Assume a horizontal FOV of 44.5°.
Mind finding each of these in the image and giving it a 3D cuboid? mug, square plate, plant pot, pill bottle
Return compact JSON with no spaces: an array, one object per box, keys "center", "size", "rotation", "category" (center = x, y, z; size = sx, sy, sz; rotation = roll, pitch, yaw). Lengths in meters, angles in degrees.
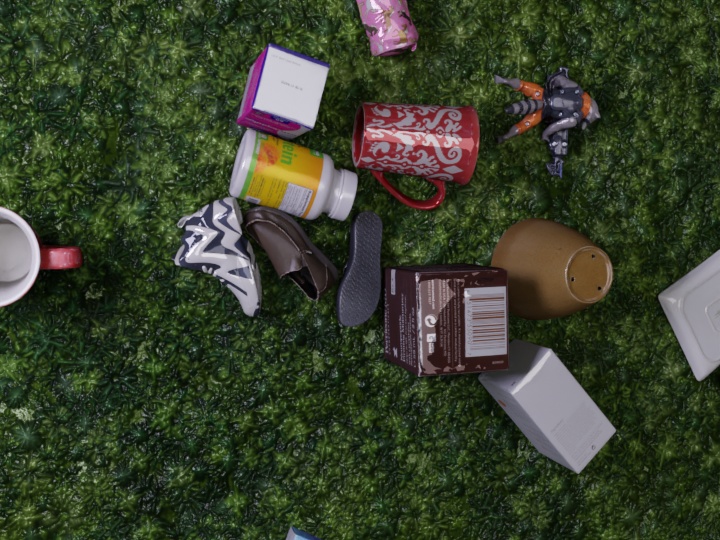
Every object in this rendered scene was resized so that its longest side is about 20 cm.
[{"center":[0.089,-0.200,1.498],"size":[0.195,0.133,0.183],"rotation":[4,90,-12],"category":"mug"},{"center":[0.704,0.083,1.737],"size":[0.198,0.028,0.201],"rotation":[-32,100,-12],"category":"square plate"},{"center":[0.351,0.004,1.544],"size":[0.182,0.200,0.192],"rotation":[-1,94,-15],"category":"plant pot"},{"center":[-0.511,-0.012,1.289],"size":[0.175,0.200,0.135],"rotation":[31,84,-15],"category":"mug"},{"center":[-0.108,-0.150,1.451],"size":[0.196,0.111,0.114],"rotation":[16,88,-16],"category":"pill bottle"}]

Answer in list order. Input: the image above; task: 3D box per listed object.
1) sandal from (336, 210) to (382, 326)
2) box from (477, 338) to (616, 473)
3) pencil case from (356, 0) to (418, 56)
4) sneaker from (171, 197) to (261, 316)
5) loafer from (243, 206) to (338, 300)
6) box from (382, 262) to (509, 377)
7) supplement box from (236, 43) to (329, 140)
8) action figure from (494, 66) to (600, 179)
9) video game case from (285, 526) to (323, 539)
[{"center":[0.001,0.000,1.531],"size":[0.075,0.043,0.205],"rotation":[16,79,-23],"category":"sandal"},{"center":[0.330,0.238,1.572],"size":[0.106,0.152,0.201],"rotation":[-42,103,-9],"category":"box"},{"center":[0.038,-0.466,1.495],"size":[0.082,0.085,0.205],"rotation":[-21,100,-45],"category":"pencil case"},{"center":[-0.240,-0.010,1.443],"size":[0.126,0.080,0.203],"rotation":[-13,116,3],"category":"sneaker"},{"center":[-0.116,-0.026,1.454],"size":[0.199,0.072,0.072],"rotation":[41,47,-21],"category":"loafer"},{"center":[0.140,0.078,1.486],"size":[0.160,0.200,0.171],"rotation":[-3,93,-15],"category":"box"},{"center":[-0.127,-0.277,1.394],"size":[0.099,0.200,0.106],"rotation":[16,90,-15],"category":"supplement box"},{"center":[0.340,-0.268,1.581],"size":[0.188,0.105,0.206],"rotation":[-5,92,-6],"category":"action figure"},{"center":[-0.070,0.572,1.530],"size":[0.197,0.045,0.185],"rotation":[26,84,-15],"category":"video game case"}]
